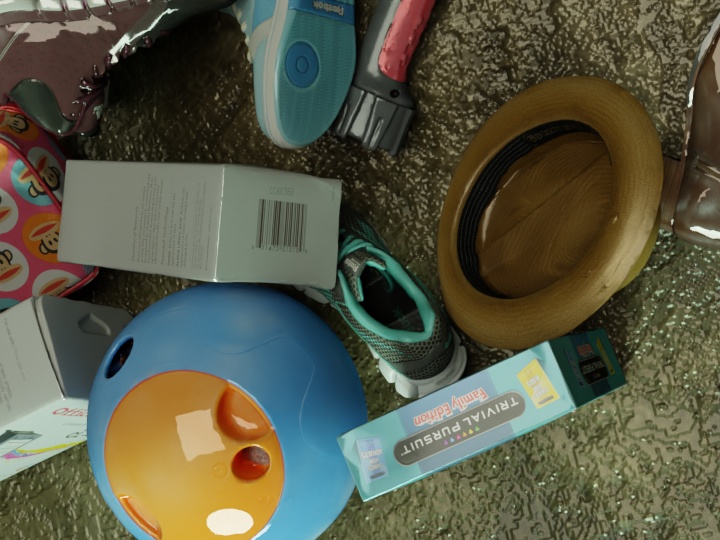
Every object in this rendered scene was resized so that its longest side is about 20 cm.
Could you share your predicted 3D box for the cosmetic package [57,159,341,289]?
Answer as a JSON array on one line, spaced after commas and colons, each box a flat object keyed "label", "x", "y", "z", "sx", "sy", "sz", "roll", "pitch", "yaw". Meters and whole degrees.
[{"label": "cosmetic package", "x": -0.119, "y": -0.035, "z": 1.128, "sx": 0.199, "sy": 0.112, "sz": 0.082, "roll": 4, "pitch": 89, "yaw": 49}]

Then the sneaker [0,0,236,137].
[{"label": "sneaker", "x": -0.176, "y": -0.156, "z": 1.132, "sx": 0.197, "sy": 0.076, "sz": 0.117, "roll": -5, "pitch": 111, "yaw": 6}]

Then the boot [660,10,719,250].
[{"label": "boot", "x": 0.309, "y": -0.078, "z": 1.048, "sx": 0.198, "sy": 0.064, "sz": 0.188, "roll": 23, "pitch": 110, "yaw": 20}]

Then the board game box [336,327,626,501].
[{"label": "board game box", "x": 0.088, "y": 0.093, "z": 1.053, "sx": 0.150, "sy": 0.200, "sz": 0.047, "roll": -26, "pitch": 83, "yaw": 17}]

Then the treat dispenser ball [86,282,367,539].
[{"label": "treat dispenser ball", "x": -0.094, "y": 0.110, "z": 1.113, "sx": 0.198, "sy": 0.201, "sz": 0.204, "roll": 0, "pitch": 90, "yaw": 18}]

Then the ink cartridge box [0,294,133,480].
[{"label": "ink cartridge box", "x": -0.277, "y": 0.102, "z": 1.201, "sx": 0.198, "sy": 0.147, "sz": 0.087, "roll": -25, "pitch": 76, "yaw": 18}]

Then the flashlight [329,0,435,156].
[{"label": "flashlight", "x": 0.042, "y": -0.184, "z": 1.142, "sx": 0.068, "sy": 0.067, "sz": 0.202, "roll": 39, "pitch": 111, "yaw": 59}]

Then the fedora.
[{"label": "fedora", "x": 0.141, "y": -0.032, "z": 1.080, "sx": 0.199, "sy": 0.081, "sz": 0.203, "roll": -22, "pitch": 59, "yaw": 41}]

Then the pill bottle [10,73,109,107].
[{"label": "pill bottle", "x": -0.231, "y": -0.228, "z": 1.205, "sx": 0.111, "sy": 0.112, "sz": 0.203, "roll": 3, "pitch": 91, "yaw": 18}]

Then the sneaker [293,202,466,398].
[{"label": "sneaker", "x": 0.000, "y": 0.000, "z": 1.128, "sx": 0.078, "sy": 0.091, "sz": 0.200, "roll": -44, "pitch": 69, "yaw": -10}]

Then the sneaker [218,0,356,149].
[{"label": "sneaker", "x": -0.070, "y": -0.183, "z": 1.154, "sx": 0.130, "sy": 0.079, "sz": 0.203, "roll": -2, "pitch": 76, "yaw": 44}]

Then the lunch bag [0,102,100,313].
[{"label": "lunch bag", "x": -0.295, "y": -0.017, "z": 1.223, "sx": 0.198, "sy": 0.082, "sz": 0.177, "roll": -26, "pitch": 117, "yaw": 17}]
